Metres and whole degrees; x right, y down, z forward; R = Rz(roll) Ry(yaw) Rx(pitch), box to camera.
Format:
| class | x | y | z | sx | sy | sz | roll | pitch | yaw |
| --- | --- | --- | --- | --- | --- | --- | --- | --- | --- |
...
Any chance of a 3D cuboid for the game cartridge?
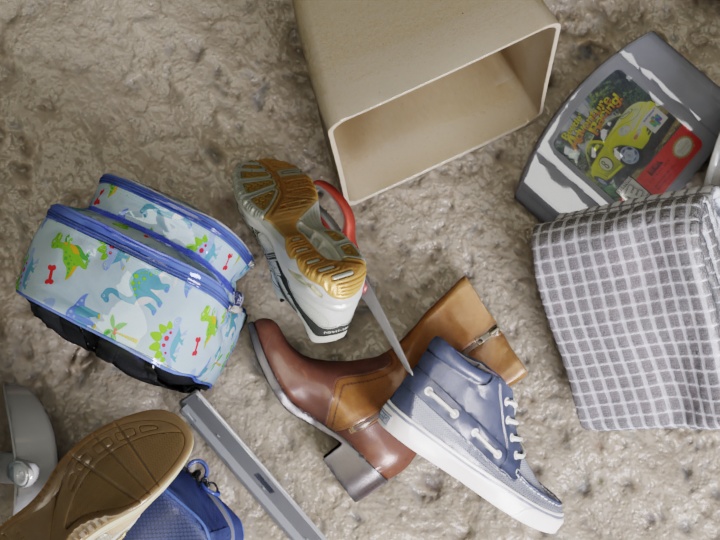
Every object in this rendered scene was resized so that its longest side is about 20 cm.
| class | x | y | z | sx | sy | sz | roll | pitch | yaw |
| --- | --- | --- | --- | --- | --- | --- | --- | --- | --- |
| game cartridge | 0.238 | -0.113 | 1.082 | 0.133 | 0.041 | 0.200 | 40 | 86 | 7 |

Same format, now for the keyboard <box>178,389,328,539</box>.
| class | x | y | z | sx | sy | sz | roll | pitch | yaw |
| --- | --- | --- | --- | --- | --- | --- | --- | --- | --- |
| keyboard | -0.085 | 0.184 | 1.030 | 0.200 | 0.056 | 0.011 | 50 | 56 | -4 |

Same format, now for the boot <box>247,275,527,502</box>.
| class | x | y | z | sx | sy | sz | roll | pitch | yaw |
| --- | --- | --- | --- | --- | --- | --- | --- | --- | --- |
| boot | 0.022 | 0.072 | 1.046 | 0.199 | 0.068 | 0.189 | -38 | 86 | -4 |

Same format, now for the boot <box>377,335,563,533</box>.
| class | x | y | z | sx | sy | sz | roll | pitch | yaw |
| --- | --- | --- | --- | --- | --- | --- | --- | --- | --- |
| boot | 0.116 | 0.142 | 1.013 | 0.199 | 0.073 | 0.091 | 35 | 92 | -21 |

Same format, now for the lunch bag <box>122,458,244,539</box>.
| class | x | y | z | sx | sy | sz | roll | pitch | yaw |
| --- | --- | --- | --- | --- | --- | --- | --- | --- | --- |
| lunch bag | -0.194 | 0.242 | 0.998 | 0.136 | 0.132 | 0.200 | 40 | 87 | 11 |

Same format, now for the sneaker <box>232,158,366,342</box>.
| class | x | y | z | sx | sy | sz | roll | pitch | yaw |
| --- | --- | --- | --- | --- | --- | --- | --- | --- | --- |
| sneaker | -0.063 | -0.018 | 1.029 | 0.075 | 0.088 | 0.201 | -9 | 42 | -22 |

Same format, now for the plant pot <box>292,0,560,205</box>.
| class | x | y | z | sx | sy | sz | roll | pitch | yaw |
| --- | --- | --- | --- | --- | --- | --- | --- | --- | --- |
| plant pot | 0.035 | -0.200 | 1.018 | 0.198 | 0.200 | 0.179 | -25 | 75 | -3 |

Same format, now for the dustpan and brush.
| class | x | y | z | sx | sy | sz | roll | pitch | yaw |
| --- | --- | --- | --- | --- | --- | --- | --- | --- | --- |
| dustpan and brush | -0.277 | 0.160 | 0.970 | 0.057 | 0.199 | 0.142 | 0 | 84 | -33 |

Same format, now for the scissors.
| class | x | y | z | sx | sy | sz | roll | pitch | yaw |
| --- | --- | --- | --- | --- | --- | --- | --- | --- | --- |
| scissors | 0.000 | 0.000 | 1.021 | 0.200 | 0.014 | 0.074 | 49 | 122 | 37 |

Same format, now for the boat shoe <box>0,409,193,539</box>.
| class | x | y | z | sx | sy | sz | roll | pitch | yaw |
| --- | --- | --- | --- | --- | --- | --- | --- | --- | --- |
| boat shoe | -0.210 | 0.186 | 0.910 | 0.072 | 0.065 | 0.200 | 41 | 70 | 17 |

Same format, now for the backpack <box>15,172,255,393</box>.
| class | x | y | z | sx | sy | sz | roll | pitch | yaw |
| --- | --- | --- | --- | --- | --- | --- | --- | --- | --- |
| backpack | -0.184 | 0.007 | 0.984 | 0.181 | 0.200 | 0.148 | 25 | 85 | 3 |

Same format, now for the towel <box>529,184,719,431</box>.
| class | x | y | z | sx | sy | sz | roll | pitch | yaw |
| --- | --- | --- | --- | --- | --- | --- | --- | --- | --- |
| towel | 0.241 | 0.041 | 0.993 | 0.164 | 0.085 | 0.202 | -11 | 99 | 40 |

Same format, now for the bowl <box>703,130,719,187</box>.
| class | x | y | z | sx | sy | sz | roll | pitch | yaw |
| --- | --- | --- | --- | --- | --- | --- | --- | --- | --- |
| bowl | 0.350 | -0.094 | 1.013 | 0.090 | 0.201 | 0.203 | 21 | 85 | 20 |
